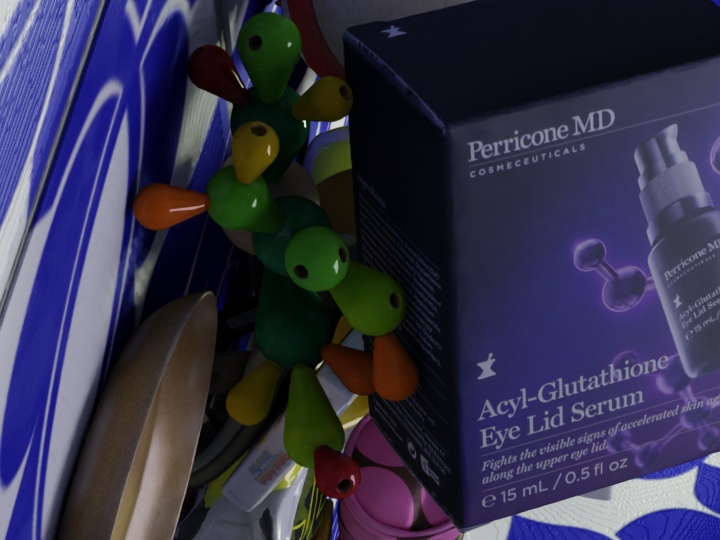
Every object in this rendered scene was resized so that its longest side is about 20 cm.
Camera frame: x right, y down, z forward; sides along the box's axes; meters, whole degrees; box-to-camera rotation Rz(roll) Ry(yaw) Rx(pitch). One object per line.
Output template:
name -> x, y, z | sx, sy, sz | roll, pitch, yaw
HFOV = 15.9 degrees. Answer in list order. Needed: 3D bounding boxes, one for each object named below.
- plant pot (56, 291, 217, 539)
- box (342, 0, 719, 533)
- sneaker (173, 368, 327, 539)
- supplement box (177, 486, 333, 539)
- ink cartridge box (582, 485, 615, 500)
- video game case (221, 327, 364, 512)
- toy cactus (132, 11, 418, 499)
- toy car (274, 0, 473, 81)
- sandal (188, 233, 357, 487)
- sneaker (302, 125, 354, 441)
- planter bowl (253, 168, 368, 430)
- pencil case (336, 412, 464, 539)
plant pot -> -0.104, 0.102, 1.134 | 0.200, 0.027, 0.200 | 16, 90, -86
box -> 0.082, -0.013, 1.093 | 0.104, 0.148, 0.200 | -131, -150, -53
sneaker -> -0.055, 0.145, 1.375 | 0.200, 0.074, 0.085 | -68, 153, -15
supplement box -> -0.071, 0.209, 1.501 | 0.200, 0.086, 0.110 | 96, 9, -62
ink cartridge box -> 0.119, 0.018, 1.412 | 0.200, 0.084, 0.145 | 88, 16, -61
video game case -> 0.018, 0.019, 1.280 | 0.200, 0.023, 0.182 | -50, 179, -28
toy cactus -> -0.041, -0.013, 1.100 | 0.165, 0.102, 0.200 | -127, -162, -71
toy car -> 0.015, -0.135, 1.221 | 0.200, 0.177, 0.184 | -1, -75, 59
sandal -> -0.052, 0.037, 1.281 | 0.080, 0.057, 0.201 | -49, 174, -43
sneaker -> -0.001, 0.010, 1.611 | 0.105, 0.076, 0.200 | -120, -150, -86
planter bowl -> 0.000, 0.000, 1.485 | 0.200, 0.083, 0.200 | -36, 157, -18
pencil case -> 0.027, 0.138, 1.469 | 0.200, 0.091, 0.094 | 101, -9, -66
